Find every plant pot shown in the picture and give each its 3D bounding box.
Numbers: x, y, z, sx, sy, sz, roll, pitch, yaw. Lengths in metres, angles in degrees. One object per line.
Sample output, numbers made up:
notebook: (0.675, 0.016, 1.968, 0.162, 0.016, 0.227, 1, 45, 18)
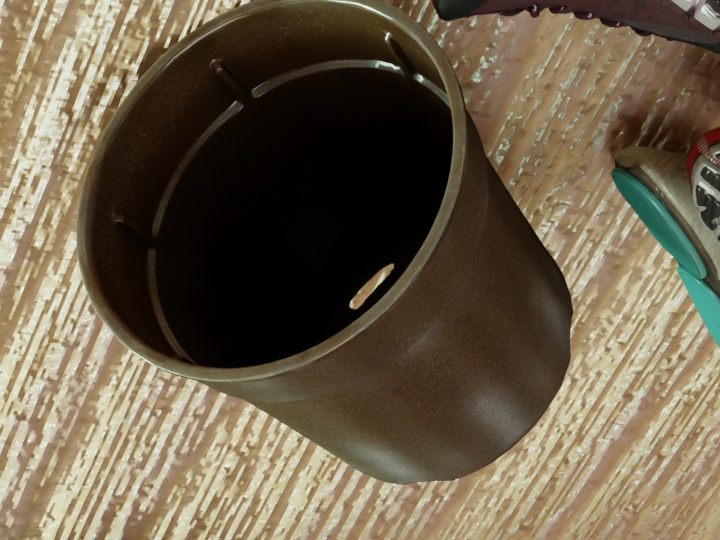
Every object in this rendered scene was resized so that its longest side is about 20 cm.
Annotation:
plant pot: (0.000, 0.000, 1.389, 0.200, 0.200, 0.198, -25, 145, 16)

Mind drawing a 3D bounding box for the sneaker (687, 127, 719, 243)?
sneaker: (0.237, -0.053, 1.448, 0.200, 0.085, 0.077, 3, 135, -33)

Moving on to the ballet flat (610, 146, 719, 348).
ballet flat: (0.188, -0.019, 1.512, 0.062, 0.067, 0.200, -44, 141, -5)

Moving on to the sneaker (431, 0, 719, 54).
sneaker: (0.103, -0.141, 1.345, 0.200, 0.076, 0.115, 30, 137, -33)
